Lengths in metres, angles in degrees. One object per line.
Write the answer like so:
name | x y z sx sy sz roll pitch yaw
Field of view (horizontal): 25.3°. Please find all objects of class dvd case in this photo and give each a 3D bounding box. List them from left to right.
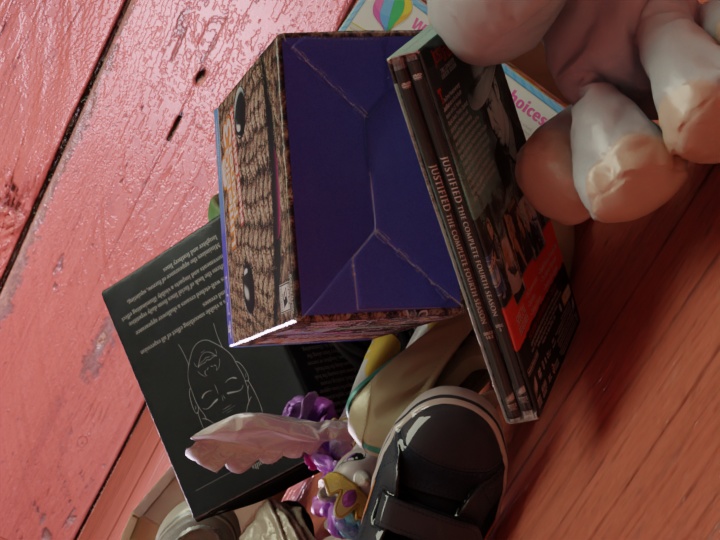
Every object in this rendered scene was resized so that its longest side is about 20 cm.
dvd case | 0.071 -0.036 0.861 0.022 0.200 0.146 -13 15 21

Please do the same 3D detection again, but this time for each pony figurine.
pony figurine | -0.002 0.115 1.076 0.193 0.167 0.200 -40 10 52

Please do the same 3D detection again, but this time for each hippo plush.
hippo plush | 0.126 -0.138 0.801 0.159 0.161 0.200 -17 31 53

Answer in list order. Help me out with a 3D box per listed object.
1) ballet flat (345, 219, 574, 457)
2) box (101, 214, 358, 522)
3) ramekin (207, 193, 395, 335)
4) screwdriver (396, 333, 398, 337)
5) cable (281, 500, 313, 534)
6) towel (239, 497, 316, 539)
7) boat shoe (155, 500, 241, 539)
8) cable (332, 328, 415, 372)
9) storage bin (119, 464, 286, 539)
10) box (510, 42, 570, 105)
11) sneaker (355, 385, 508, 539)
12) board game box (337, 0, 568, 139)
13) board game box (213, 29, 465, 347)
ballet flat | 0.078 0.045 0.967 0.200 0.069 0.069 -45 4 -15
box | -0.086 0.070 1.254 0.148 0.200 0.107 -30 -12 31
ramekin | -0.051 0.012 1.405 0.200 0.200 0.098 -106 34 -76
screwdriver | 0.041 0.037 1.306 0.028 0.029 0.200 -109 39 -76
cable | -0.081 0.272 1.323 0.163 0.051 0.200 -75 10 -68
towel | -0.084 0.281 1.197 0.200 0.034 0.133 -56 37 16
boat shoe | -0.147 0.275 1.302 0.072 0.070 0.201 -92 22 -58
cable | 0.000 0.000 1.215 0.051 0.200 0.163 -24 -5 20
storage bin | -0.158 0.261 1.476 0.199 0.094 0.200 -64 -6 31
box | 0.086 -0.112 1.151 0.200 0.128 0.109 -65 10 7
sneaker | 0.031 0.165 0.910 0.079 0.078 0.200 -74 1 -65
board game box | 0.052 -0.088 1.061 0.135 0.200 0.034 -54 -23 12
board game box | -0.019 -0.041 0.955 0.200 0.097 0.160 154 112 -73
